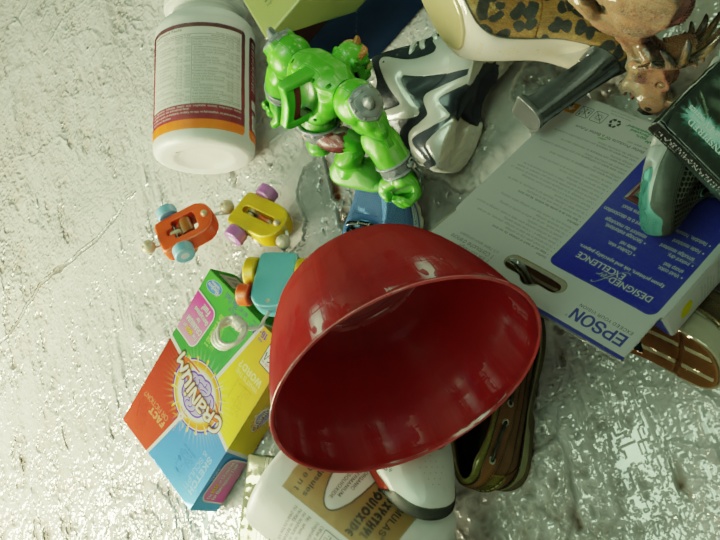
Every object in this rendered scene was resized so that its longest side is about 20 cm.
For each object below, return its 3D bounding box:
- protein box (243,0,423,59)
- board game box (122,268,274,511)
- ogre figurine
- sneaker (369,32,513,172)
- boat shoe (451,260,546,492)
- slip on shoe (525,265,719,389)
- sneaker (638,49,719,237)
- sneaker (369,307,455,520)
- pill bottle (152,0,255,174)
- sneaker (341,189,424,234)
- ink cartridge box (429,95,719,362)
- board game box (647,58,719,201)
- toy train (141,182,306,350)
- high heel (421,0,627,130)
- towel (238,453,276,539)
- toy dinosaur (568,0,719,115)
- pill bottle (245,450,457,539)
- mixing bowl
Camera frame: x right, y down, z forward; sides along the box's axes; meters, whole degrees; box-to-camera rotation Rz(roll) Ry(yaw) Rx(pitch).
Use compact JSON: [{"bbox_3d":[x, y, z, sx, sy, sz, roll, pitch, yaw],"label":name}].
[{"bbox_3d":[-0.025,-0.339,1.037,0.199,0.135,0.200,-45,56,23],"label":"protein box"},{"bbox_3d":[-0.152,0.123,1.093,0.153,0.040,0.200,41,106,37],"label":"board game box"},{"bbox_3d":[-0.026,-0.142,0.940,0.098,0.120,0.200,-23,53,-7],"label":"ogre figurine"},{"bbox_3d":[0.069,-0.201,0.964,0.130,0.079,0.199,29,108,31],"label":"sneaker"},{"bbox_3d":[0.108,0.082,0.875,0.072,0.068,0.200,-13,71,38],"label":"boat shoe"},{"bbox_3d":[0.214,0.021,0.814,0.061,0.076,0.200,-37,38,-21],"label":"slip on shoe"},{"bbox_3d":[0.269,-0.094,0.742,0.091,0.078,0.200,28,65,30],"label":"sneaker"},{"bbox_3d":[0.040,0.091,0.846,0.202,0.067,0.108,-108,30,-45],"label":"sneaker"},{"bbox_3d":[-0.168,-0.214,1.139,0.109,0.110,0.200,-13,72,36],"label":"pill bottle"},{"bbox_3d":[0.000,0.000,0.967,0.078,0.089,0.200,6,84,38],"label":"sneaker"},{"bbox_3d":[0.181,-0.034,0.799,0.200,0.047,0.198,-45,51,-16],"label":"ink cartridge box"},{"bbox_3d":[0.307,-0.069,0.689,0.135,0.028,0.200,-42,84,-3],"label":"board game box"},{"bbox_3d":[-0.126,-0.005,1.071,0.150,0.056,0.200,-32,56,-3],"label":"toy train"},{"bbox_3d":[0.137,-0.227,0.870,0.142,0.071,0.200,-36,85,-17],"label":"high heel"},{"bbox_3d":[-0.042,0.275,0.982,0.192,0.035,0.200,0,82,42],"label":"towel"},{"bbox_3d":[0.208,-0.194,0.753,0.086,0.200,0.136,-45,79,4],"label":"toy dinosaur"},{"bbox_3d":[0.015,0.220,0.861,0.200,0.114,0.114,36,103,15],"label":"pill bottle"},{"bbox_3d":[0.016,0.040,0.748,0.200,0.200,0.108,-46,47,22],"label":"mixing bowl"}]
